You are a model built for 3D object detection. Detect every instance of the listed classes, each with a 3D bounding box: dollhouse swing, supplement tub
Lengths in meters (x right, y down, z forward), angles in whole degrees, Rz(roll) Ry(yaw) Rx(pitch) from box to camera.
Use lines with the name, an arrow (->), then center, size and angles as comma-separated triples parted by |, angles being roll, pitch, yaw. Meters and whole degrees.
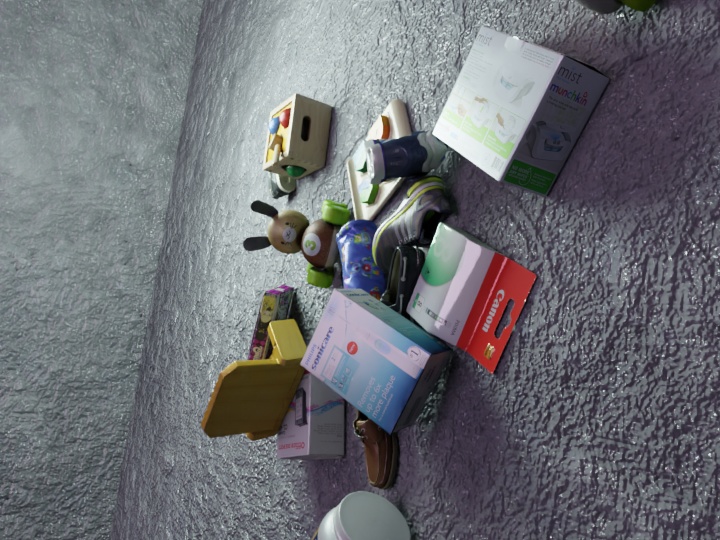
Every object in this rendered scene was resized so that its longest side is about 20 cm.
dollhouse swing -> -0.222, 0.210, 1.242 | 0.201, 0.175, 0.182 | -66, 31, 22
supplement tub -> -0.018, 0.466, 1.000 | 0.201, 0.144, 0.145 | -64, 33, 23

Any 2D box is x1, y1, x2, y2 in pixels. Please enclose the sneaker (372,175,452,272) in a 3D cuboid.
sneaker -> 0.086, -0.065, 1.085 | 0.200, 0.074, 0.081 | -58, 39, 34

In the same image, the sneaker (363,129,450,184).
sneaker -> 0.084, -0.200, 1.108 | 0.200, 0.146, 0.081 | -110, 11, -80

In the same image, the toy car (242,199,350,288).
toy car -> -0.139, -0.075, 1.314 | 0.158, 0.199, 0.165 | -109, 33, -76

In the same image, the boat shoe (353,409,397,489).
boat shoe -> 0.018, 0.269, 1.083 | 0.072, 0.068, 0.201 | -29, 56, 53

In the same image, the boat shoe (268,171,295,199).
boat shoe -> -0.217, -0.285, 1.674 | 0.068, 0.072, 0.201 | -33, 55, 46

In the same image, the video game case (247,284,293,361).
video game case -> -0.205, 0.130, 1.446 | 0.200, 0.036, 0.182 | -31, -45, -85

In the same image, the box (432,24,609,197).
box -> 0.214, -0.231, 0.896 | 0.177, 0.096, 0.200 | -66, 32, 20

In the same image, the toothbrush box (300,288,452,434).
toothbrush box -> 0.022, 0.138, 1.015 | 0.200, 0.085, 0.147 | 34, 106, 29

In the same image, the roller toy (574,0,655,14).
roller toy -> 0.282, -0.419, 0.755 | 0.140, 0.199, 0.183 | -49, 35, 39

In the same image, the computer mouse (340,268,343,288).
computer mouse -> -0.001, 0.077, 1.222 | 0.059, 0.034, 0.201 | 97, 159, -59

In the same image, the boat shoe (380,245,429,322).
boat shoe -> 0.062, 0.049, 1.077 | 0.076, 0.060, 0.201 | -133, 53, -62

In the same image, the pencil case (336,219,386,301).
pencil case -> 0.000, 0.000, 1.193 | 0.078, 0.086, 0.201 | 118, 151, -56

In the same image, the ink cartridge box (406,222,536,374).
ink cartridge box -> 0.157, 0.036, 0.952 | 0.200, 0.050, 0.162 | 45, 118, 58

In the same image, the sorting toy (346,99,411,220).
sorting toy -> 0.033, -0.215, 1.259 | 0.200, 0.036, 0.186 | -45, 44, 43

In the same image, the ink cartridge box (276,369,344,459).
ink cartridge box -> -0.100, 0.273, 1.268 | 0.147, 0.085, 0.201 | -28, 55, 53

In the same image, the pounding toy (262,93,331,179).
pounding toy -> -0.170, -0.309, 1.533 | 0.184, 0.142, 0.201 | -9, 72, 59
